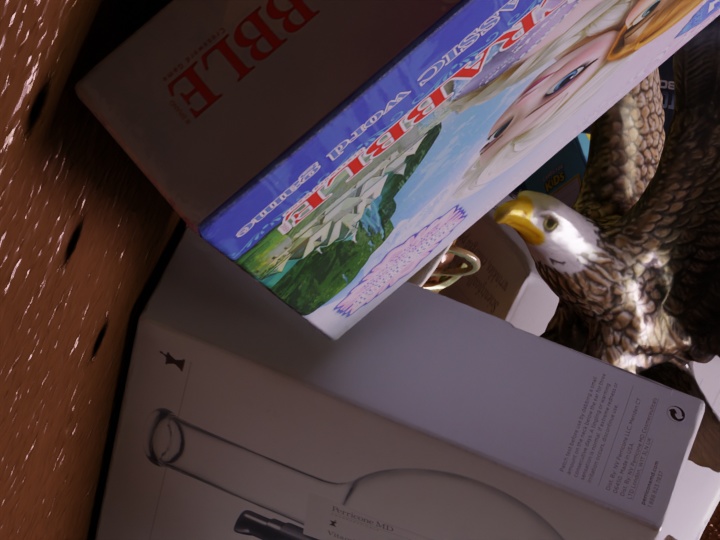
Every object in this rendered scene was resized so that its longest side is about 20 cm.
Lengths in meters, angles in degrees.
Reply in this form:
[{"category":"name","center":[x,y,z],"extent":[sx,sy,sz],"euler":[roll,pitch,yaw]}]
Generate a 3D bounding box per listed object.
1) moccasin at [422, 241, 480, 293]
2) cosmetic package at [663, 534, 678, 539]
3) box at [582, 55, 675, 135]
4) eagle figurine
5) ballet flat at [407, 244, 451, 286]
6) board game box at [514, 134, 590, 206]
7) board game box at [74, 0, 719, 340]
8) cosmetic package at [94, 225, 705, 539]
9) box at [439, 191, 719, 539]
[{"category":"moccasin","center":[0.002,0.001,0.869],"extent":[0.202,0.073,0.078],"euler":[-65,176,-47]},{"category":"cosmetic package","center":[0.075,0.202,1.012],"extent":[0.200,0.051,0.083],"euler":[-38,143,-22]},{"category":"box","center":[0.128,-0.090,1.187],"extent":[0.158,0.199,0.051],"euler":[-51,149,-79]},{"category":"eagle figurine","center":[0.102,-0.021,0.920],"extent":[0.201,0.151,0.151],"euler":[-61,172,6]},{"category":"ballet flat","center":[0.001,-0.036,0.729],"extent":[0.200,0.067,0.068],"euler":[106,7,-55]},{"category":"board game box","center":[0.093,0.015,1.308],"extent":[0.151,0.047,0.201],"euler":[-44,-135,33]},{"category":"board game box","center":[0.044,-0.071,0.563],"extent":[0.200,0.041,0.200],"euler":[-40,170,1]},{"category":"cosmetic package","center":[-0.001,0.082,0.743],"extent":[0.200,0.150,0.052],"euler":[107,9,-51]},{"category":"box","center":[0.059,0.080,1.135],"extent":[0.201,0.130,0.199],"euler":[-64,-160,11]}]
